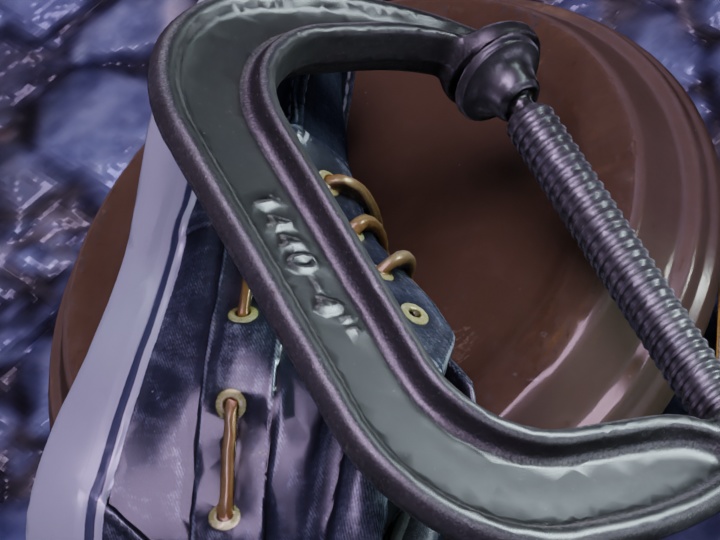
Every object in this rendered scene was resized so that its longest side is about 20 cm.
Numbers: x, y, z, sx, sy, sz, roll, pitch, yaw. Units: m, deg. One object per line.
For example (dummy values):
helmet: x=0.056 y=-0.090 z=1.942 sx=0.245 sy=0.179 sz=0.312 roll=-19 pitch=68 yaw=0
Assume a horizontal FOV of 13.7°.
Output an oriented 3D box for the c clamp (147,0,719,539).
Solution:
c clamp: x=0.044 y=0.002 z=0.716 sx=0.170 sy=0.027 sz=0.200 roll=-14 pitch=58 yaw=-38

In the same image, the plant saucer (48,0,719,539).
plant saucer: x=0.000 y=0.000 z=0.805 sx=0.199 sy=0.030 sz=0.201 roll=-16 pitch=48 yaw=19

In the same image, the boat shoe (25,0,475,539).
boat shoe: x=-0.010 y=0.006 z=0.746 sx=0.090 sy=0.071 sz=0.201 roll=3 pitch=56 yaw=18

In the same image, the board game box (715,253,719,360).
board game box: x=0.196 y=-0.017 z=0.788 sx=0.199 sy=0.040 sz=0.154 roll=-2 pitch=48 yaw=14
